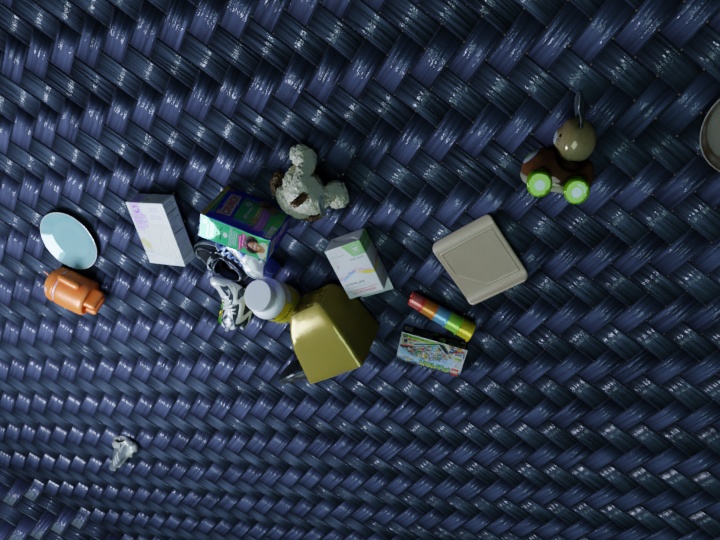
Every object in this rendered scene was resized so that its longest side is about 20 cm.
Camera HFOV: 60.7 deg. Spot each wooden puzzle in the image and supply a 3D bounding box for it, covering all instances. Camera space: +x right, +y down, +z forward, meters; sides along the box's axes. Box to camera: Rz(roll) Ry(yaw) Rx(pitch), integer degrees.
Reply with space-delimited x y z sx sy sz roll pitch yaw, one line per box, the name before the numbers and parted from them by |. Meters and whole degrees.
wooden puzzle | 0.309 -0.027 1.588 0.182 0.037 0.202 -28 107 31

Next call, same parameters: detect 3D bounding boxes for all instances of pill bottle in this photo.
pill bottle | -0.246 0.083 1.720 0.108 0.200 0.115 -3 78 16

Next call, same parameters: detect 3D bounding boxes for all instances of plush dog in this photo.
plush dog | -0.150 -0.189 1.565 0.200 0.162 0.171 44 151 -13

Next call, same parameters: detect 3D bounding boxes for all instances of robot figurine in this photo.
robot figurine | -0.929 0.067 1.983 0.195 0.144 0.119 26 98 -2

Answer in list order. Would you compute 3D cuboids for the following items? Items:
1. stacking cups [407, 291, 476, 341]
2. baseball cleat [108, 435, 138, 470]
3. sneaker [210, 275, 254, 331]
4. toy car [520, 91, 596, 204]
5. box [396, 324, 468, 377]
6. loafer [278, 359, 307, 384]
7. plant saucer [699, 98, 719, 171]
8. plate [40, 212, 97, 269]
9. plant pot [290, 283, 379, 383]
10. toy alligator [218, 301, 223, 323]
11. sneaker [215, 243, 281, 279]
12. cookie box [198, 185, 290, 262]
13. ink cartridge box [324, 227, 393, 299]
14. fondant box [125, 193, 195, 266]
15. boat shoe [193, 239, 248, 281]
stacking cups | 0.222 0.124 1.697 0.196 0.061 0.061 28 127 -3
baseball cleat | -0.976 0.732 2.487 0.199 0.070 0.107 -40 100 24
sneaker | -0.379 0.107 1.787 0.078 0.133 0.199 17 166 34
toy car | 0.436 -0.272 1.310 0.153 0.165 0.206 12 117 8
box | 0.208 0.235 1.793 0.194 0.035 0.113 15 126 7
loafer | -0.179 0.323 1.953 0.197 0.074 0.073 -27 117 32
plant saucer | 0.798 -0.293 1.254 0.194 0.035 0.205 9 126 12
plate | -0.908 -0.096 1.923 0.193 0.026 0.205 8 125 11
plant pot | -0.090 0.160 1.746 0.191 0.195 0.203 -21 111 28
toy alligator | -0.386 0.079 1.858 0.053 0.060 0.205 16 115 -7
sneaker | -0.307 -0.063 1.723 0.196 0.081 0.116 32 129 -4
cookie box | -0.303 -0.126 1.623 0.194 0.173 0.077 20 125 3
ink cartridge box | 0.000 0.000 1.678 0.114 0.068 0.203 -16 117 26
fondant box | -0.574 -0.117 1.771 0.140 0.059 0.205 5 124 26
boat shoe | -0.411 -0.023 1.774 0.196 0.068 0.073 27 122 14
